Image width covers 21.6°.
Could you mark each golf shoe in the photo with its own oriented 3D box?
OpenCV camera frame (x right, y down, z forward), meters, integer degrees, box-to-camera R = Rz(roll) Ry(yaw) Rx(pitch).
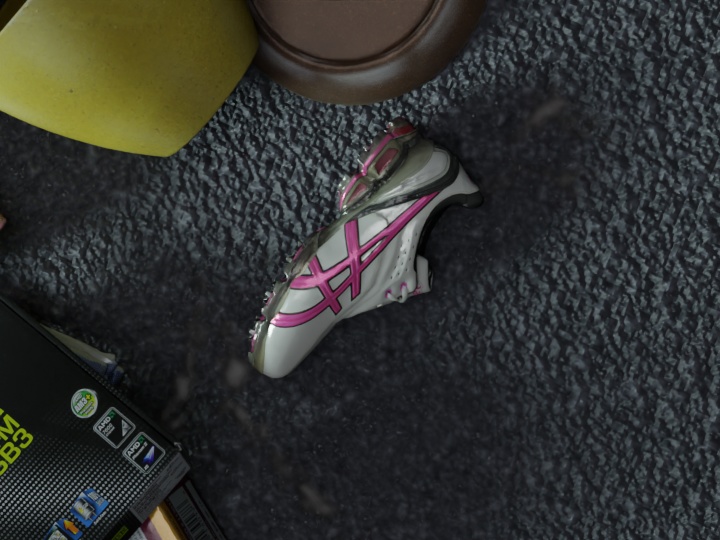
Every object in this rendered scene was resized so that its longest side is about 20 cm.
[{"bbox_3d":[0.000,0.000,1.276,0.092,0.073,0.201,37,102,4],"label":"golf shoe"}]

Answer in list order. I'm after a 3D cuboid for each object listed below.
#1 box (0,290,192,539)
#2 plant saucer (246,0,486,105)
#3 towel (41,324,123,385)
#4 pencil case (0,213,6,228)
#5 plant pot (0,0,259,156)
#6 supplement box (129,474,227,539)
[{"bbox_3d":[-0.246,0.141,1.268,0.193,0.048,0.200,38,77,19],"label":"box"},{"bbox_3d":[-0.010,-0.212,1.276,0.198,0.032,0.203,2,98,11],"label":"plant saucer"},{"bbox_3d":[-0.274,0.119,1.320,0.146,0.024,0.201,24,71,11],"label":"towel"},{"bbox_3d":[-0.337,-0.067,1.314,0.083,0.087,0.200,-44,100,7],"label":"pencil case"},{"bbox_3d":[-0.151,-0.157,1.243,0.142,0.200,0.200,39,103,-16],"label":"plant pot"},{"bbox_3d":[-0.189,0.237,1.333,0.199,0.086,0.111,-32,89,12],"label":"supplement box"}]
